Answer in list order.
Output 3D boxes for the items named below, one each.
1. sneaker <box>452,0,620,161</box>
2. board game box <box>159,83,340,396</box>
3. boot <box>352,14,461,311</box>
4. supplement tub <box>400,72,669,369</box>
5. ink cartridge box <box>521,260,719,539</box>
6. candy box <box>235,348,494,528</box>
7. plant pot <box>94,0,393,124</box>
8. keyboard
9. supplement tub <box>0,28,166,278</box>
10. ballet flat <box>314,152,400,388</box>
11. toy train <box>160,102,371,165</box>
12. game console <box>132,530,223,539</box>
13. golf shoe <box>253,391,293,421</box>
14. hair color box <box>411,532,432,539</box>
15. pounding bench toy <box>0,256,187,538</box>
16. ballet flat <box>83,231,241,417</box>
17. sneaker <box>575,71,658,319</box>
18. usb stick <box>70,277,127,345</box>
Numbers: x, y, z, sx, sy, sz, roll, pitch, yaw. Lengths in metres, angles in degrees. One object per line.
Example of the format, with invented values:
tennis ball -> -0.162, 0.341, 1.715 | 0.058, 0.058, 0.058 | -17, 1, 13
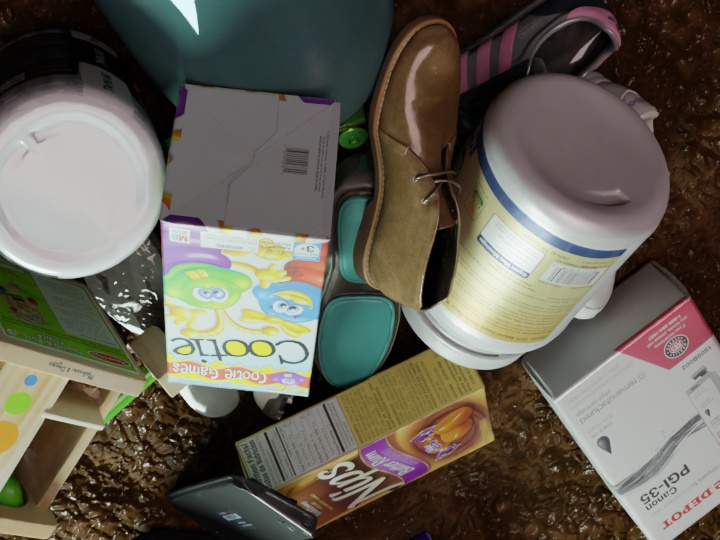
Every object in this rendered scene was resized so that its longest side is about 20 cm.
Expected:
sneaker -> 0.108, -0.137, 0.997 | 0.199, 0.082, 0.070 | -41, 118, 4
board game box -> -0.073, -0.013, 0.868 | 0.101, 0.106, 0.201 | 6, 147, -3
boot -> 0.047, -0.068, 0.895 | 0.073, 0.075, 0.203 | -10, 120, -32
supplement tub -> 0.119, -0.030, 0.971 | 0.142, 0.146, 0.201 | 11, 143, -19
ink cartridge box -> 0.255, 0.118, 1.146 | 0.146, 0.083, 0.201 | -37, 117, 2
candy box -> 0.008, 0.139, 1.074 | 0.198, 0.057, 0.117 | -25, 151, -3
plant pot -> -0.068, -0.180, 0.874 | 0.199, 0.201, 0.162 | -27, 132, -3
keyboard -> -0.076, 0.198, 1.030 | 0.126, 0.200, 0.021 | 37, 67, -11
supplement tub -> -0.196, -0.086, 0.868 | 0.120, 0.200, 0.124 | -6, 114, -13
ballet flat -> 0.000, 0.000, 1.014 | 0.066, 0.064, 0.202 | 4, 129, -3
toy train -> -0.086, -0.090, 0.958 | 0.197, 0.042, 0.057 | -19, 147, 9
game console -> -0.094, 0.290, 1.071 | 0.197, 0.178, 0.031 | 8, 124, -18
golf shoe -> -0.075, 0.016, 1.027 | 0.087, 0.077, 0.203 | 6, 107, 1
hair color box -> -0.002, 0.331, 1.177 | 0.198, 0.065, 0.110 | -27, 117, -5
pounding bench toy -> -0.230, 0.100, 0.934 | 0.199, 0.124, 0.157 | 21, 107, -44
ballet flat -> -0.151, 0.027, 1.017 | 0.067, 0.047, 0.201 | -26, 116, 16
sneaker -> 0.191, -0.048, 1.045 | 0.074, 0.099, 0.203 | -17, 119, -32
usb stick -> -0.243, -0.003, 0.984 | 0.055, 0.033, 0.201 | -31, 117, -2
